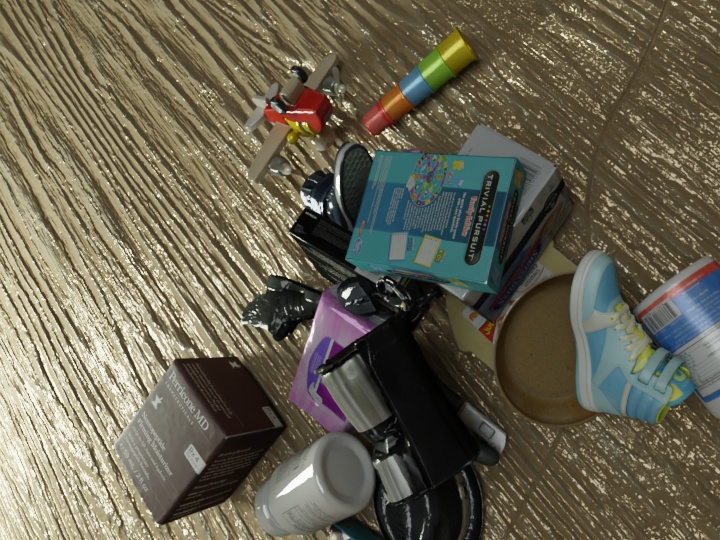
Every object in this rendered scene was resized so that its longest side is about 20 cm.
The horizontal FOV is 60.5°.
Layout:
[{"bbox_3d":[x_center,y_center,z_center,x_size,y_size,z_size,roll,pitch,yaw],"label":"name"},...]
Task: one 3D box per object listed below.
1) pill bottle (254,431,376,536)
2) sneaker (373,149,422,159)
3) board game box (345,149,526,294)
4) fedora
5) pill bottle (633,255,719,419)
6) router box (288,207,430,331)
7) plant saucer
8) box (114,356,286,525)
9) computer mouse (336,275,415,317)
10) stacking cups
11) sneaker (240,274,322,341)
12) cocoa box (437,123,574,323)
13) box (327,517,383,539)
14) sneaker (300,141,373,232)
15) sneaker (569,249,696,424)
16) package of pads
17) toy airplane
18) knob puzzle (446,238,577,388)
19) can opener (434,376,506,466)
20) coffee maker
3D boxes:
[{"bbox_3d":[-0.075,0.331,0.930,0.199,0.113,0.117,-40,66,39],"label":"pill bottle"},{"bbox_3d":[0.083,-0.097,0.932,0.086,0.080,0.206,-17,76,16],"label":"sneaker"},{"bbox_3d":[0.090,-0.065,0.766,0.196,0.047,0.155,10,79,33],"label":"board game box"},{"bbox_3d":[0.078,0.333,0.873,0.196,0.091,0.207,-4,82,29],"label":"fedora"},{"bbox_3d":[0.417,0.095,0.701,0.112,0.112,0.202,-40,69,19],"label":"pill bottle"},{"bbox_3d":[0.000,0.000,0.920,0.198,0.150,0.052,30,76,28],"label":"router box"},{"bbox_3d":[0.257,0.098,0.786,0.194,0.035,0.206,-2,102,-7],"label":"plant saucer"},{"bbox_3d":[-0.267,0.275,1.033,0.166,0.163,0.201,45,105,25],"label":"box"},{"bbox_3d":[0.013,0.038,0.792,0.034,0.199,0.060,-33,99,-19],"label":"computer mouse"},{"bbox_3d":[0.084,-0.288,0.957,0.198,0.060,0.062,-34,70,22],"label":"stacking cups"},{"bbox_3d":[-0.115,0.074,1.033,0.197,0.059,0.107,20,93,35],"label":"sneaker"},{"bbox_3d":[0.168,-0.059,0.826,0.133,0.131,0.202,37,94,34],"label":"cocoa box"},{"bbox_3d":[-0.024,0.490,0.926,0.081,0.048,0.206,12,91,50],"label":"box"},{"bbox_3d":[-0.040,-0.134,0.946,0.076,0.205,0.146,-38,57,-20],"label":"sneaker"},{"bbox_3d":[0.311,0.079,0.697,0.129,0.078,0.205,12,121,50],"label":"sneaker"},{"bbox_3d":[-0.026,0.137,0.937,0.119,0.075,0.204,31,115,24],"label":"package of pads"},{"bbox_3d":[-0.107,-0.252,1.033,0.199,0.140,0.202,-38,30,29],"label":"toy airplane"},{"bbox_3d":[0.206,0.036,0.869,0.215,0.030,0.226,-10,70,27],"label":"knob puzzle"},{"bbox_3d":[0.119,0.199,0.880,0.198,0.067,0.054,37,101,20],"label":"can opener"},{"bbox_3d":[0.066,0.162,0.783,0.190,0.134,0.203,-33,87,18],"label":"coffee maker"}]
